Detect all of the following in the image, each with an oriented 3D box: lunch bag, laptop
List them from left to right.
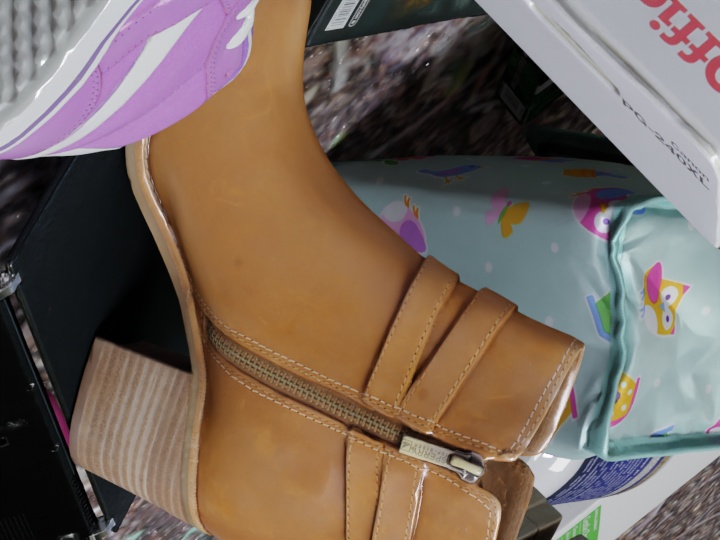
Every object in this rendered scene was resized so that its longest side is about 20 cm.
[{"bbox_3d":[-0.136,0.018,0.805,0.199,0.104,0.178,-14,145,-2],"label":"laptop"},{"bbox_3d":[0.102,0.007,0.966,0.199,0.170,0.123,-5,100,-44],"label":"lunch bag"}]

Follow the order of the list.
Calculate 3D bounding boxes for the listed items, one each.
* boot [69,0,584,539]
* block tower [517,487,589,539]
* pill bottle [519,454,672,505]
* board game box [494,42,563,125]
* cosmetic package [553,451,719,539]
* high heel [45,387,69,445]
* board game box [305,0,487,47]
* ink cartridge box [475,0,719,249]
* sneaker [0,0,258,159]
[{"bbox_3d":[0.000,0.000,0.769,0.074,0.154,0.201,-21,126,-68],"label":"boot"},{"bbox_3d":[0.020,0.089,0.998,0.054,0.200,0.058,-18,141,-45],"label":"block tower"},{"bbox_3d":[0.079,0.059,1.159,0.116,0.116,0.200,-49,159,18],"label":"pill bottle"},{"bbox_3d":[0.144,-0.140,0.988,0.200,0.023,0.105,-37,172,-14],"label":"board game box"},{"bbox_3d":[0.149,0.097,1.406,0.200,0.085,0.108,-36,158,-12],"label":"cosmetic package"},{"bbox_3d":[-0.127,0.126,0.946,0.067,0.096,0.200,-27,154,-33],"label":"high heel"},{"bbox_3d":[0.059,-0.164,0.798,0.135,0.028,0.200,-16,147,-50],"label":"board game box"},{"bbox_3d":[0.140,-0.128,0.769,0.200,0.145,0.083,-40,161,-8],"label":"ink cartridge box"},{"bbox_3d":[-0.042,-0.107,0.683,0.200,0.073,0.114,-38,164,17],"label":"sneaker"}]
